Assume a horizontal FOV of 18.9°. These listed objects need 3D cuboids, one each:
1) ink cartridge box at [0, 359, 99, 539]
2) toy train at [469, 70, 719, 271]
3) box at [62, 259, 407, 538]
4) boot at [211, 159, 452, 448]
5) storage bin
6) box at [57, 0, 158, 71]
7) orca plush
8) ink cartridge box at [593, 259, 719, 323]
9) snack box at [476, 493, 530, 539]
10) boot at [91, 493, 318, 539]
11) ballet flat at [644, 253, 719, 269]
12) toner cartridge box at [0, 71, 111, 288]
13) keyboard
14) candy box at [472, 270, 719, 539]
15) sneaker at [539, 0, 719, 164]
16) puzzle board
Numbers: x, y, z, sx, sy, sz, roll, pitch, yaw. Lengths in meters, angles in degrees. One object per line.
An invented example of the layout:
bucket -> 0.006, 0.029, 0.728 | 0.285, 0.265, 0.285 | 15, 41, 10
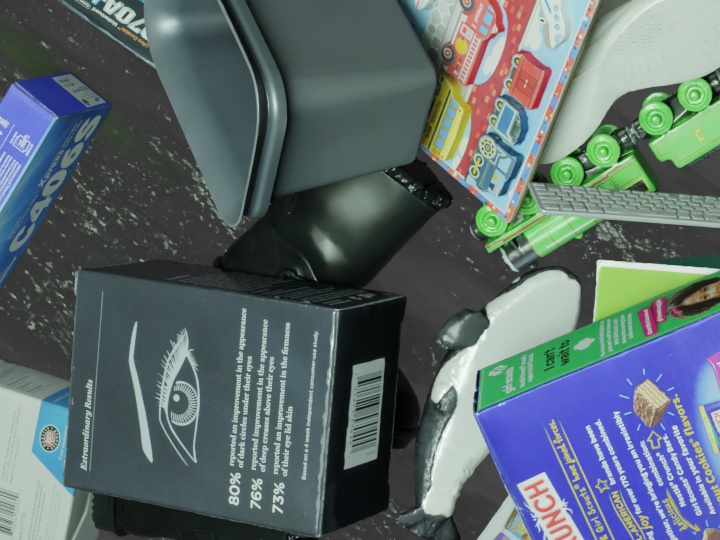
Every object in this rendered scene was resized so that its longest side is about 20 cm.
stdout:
ink cartridge box -> -0.284, 0.125, 1.590 | 0.198, 0.068, 0.117 | 17, 103, 15
toy train -> 0.162, -0.064, 1.426 | 0.199, 0.042, 0.057 | -33, 98, 20
box -> -0.083, 0.078, 1.407 | 0.198, 0.104, 0.149 | 9, 98, 26
boot -> 0.001, 0.000, 1.468 | 0.198, 0.073, 0.163 | 42, 106, 10
storage bin -> -0.044, -0.132, 1.385 | 0.146, 0.133, 0.201 | 105, 148, -46
box -> -0.142, -0.238, 1.497 | 0.199, 0.046, 0.160 | 34, 107, 11
orca plush -> 0.086, 0.087, 1.464 | 0.104, 0.071, 0.202 | 15, 93, -11
ink cartridge box -> 0.214, 0.087, 1.386 | 0.146, 0.076, 0.202 | 5, 106, 5
snack box -> 0.147, 0.149, 1.470 | 0.072, 0.024, 0.201 | 36, 108, 8
boot -> -0.106, 0.120, 1.526 | 0.161, 0.073, 0.200 | 10, 109, 19
ballet flat -> 0.267, 0.017, 1.387 | 0.198, 0.073, 0.074 | -11, 95, 16
toner cartridge box -> -0.260, -0.045, 1.542 | 0.043, 0.095, 0.201 | 37, 108, 10
keyboard -> 0.206, -0.038, 1.365 | 0.198, 0.056, 0.011 | 4, 104, -6
candy box -> 0.191, 0.109, 1.315 | 0.199, 0.077, 0.170 | -23, 103, 11
sneaker -> 0.168, -0.154, 1.388 | 0.199, 0.089, 0.075 | -30, 129, 25
puzzle board -> 0.072, -0.150, 1.371 | 0.151, 0.017, 0.201 | 41, 132, 26
